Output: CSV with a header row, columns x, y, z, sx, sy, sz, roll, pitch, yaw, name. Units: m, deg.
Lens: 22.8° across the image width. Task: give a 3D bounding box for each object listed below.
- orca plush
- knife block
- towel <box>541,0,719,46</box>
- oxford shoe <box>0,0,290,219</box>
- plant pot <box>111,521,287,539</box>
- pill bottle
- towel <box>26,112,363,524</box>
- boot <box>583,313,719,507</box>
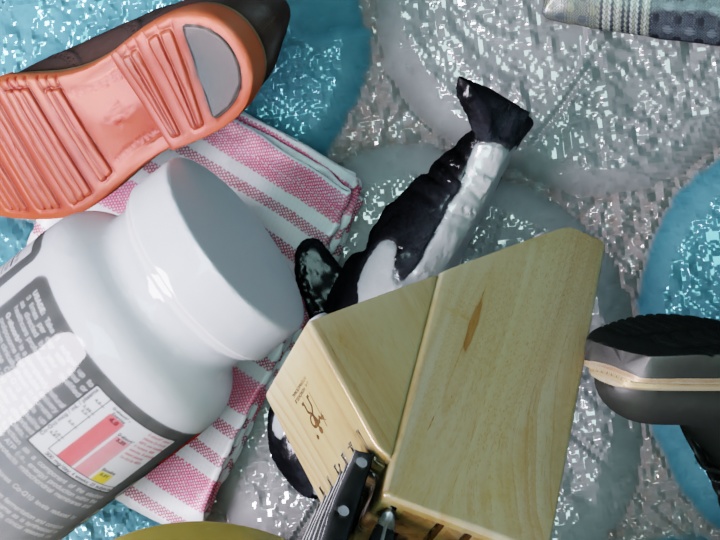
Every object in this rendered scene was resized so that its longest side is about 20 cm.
x,y,z,sx,sy,sz,roll,pitch,yaw,name
0.000,0.000,0.818,0.071,0.105,0.201,29,106,12,orca plush
0.048,0.091,0.707,0.199,0.064,0.177,-19,69,-31,knife block
0.187,-0.203,0.821,0.190,0.035,0.202,8,96,12,towel
-0.115,-0.078,0.836,0.198,0.073,0.072,-15,110,31,oxford shoe
-0.060,0.205,0.799,0.198,0.189,0.203,1,93,10,plant pot
-0.130,0.046,0.812,0.199,0.116,0.116,-37,87,15,pill bottle
-0.101,0.013,0.876,0.145,0.030,0.201,27,97,8,towel
0.166,0.095,0.766,0.077,0.198,0.140,23,103,53,boot
